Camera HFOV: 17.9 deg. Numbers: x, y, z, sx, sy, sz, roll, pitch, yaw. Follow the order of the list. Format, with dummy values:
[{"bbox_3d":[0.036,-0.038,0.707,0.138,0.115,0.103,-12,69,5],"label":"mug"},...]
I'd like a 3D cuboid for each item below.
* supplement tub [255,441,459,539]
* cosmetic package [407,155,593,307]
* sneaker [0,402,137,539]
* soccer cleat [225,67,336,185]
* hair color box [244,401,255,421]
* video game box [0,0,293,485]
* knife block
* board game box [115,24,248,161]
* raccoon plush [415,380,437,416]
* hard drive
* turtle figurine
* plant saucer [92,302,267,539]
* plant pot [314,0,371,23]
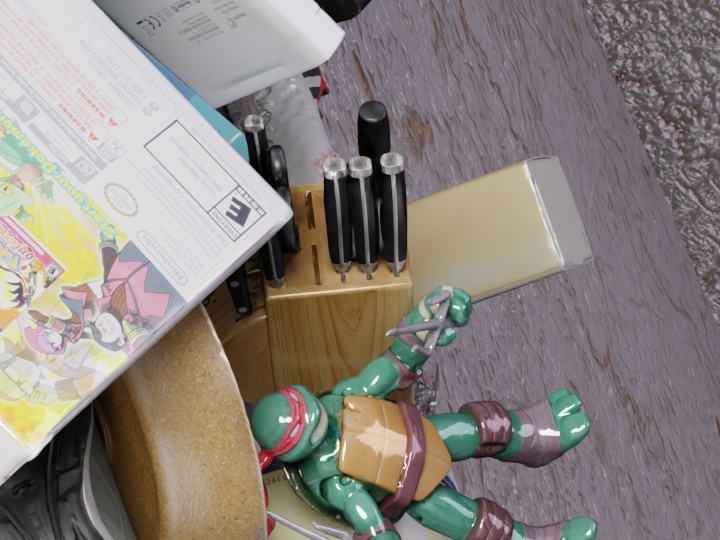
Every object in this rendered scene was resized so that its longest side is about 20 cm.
[{"bbox_3d":[-0.012,0.190,1.120,0.145,0.145,0.200,51,25,-49],"label":"supplement tub"},{"bbox_3d":[0.032,-0.004,1.400,0.105,0.200,0.071,-12,83,-75],"label":"cosmetic package"},{"bbox_3d":[-0.136,0.102,0.979,0.079,0.074,0.200,120,-51,-79],"label":"sneaker"},{"bbox_3d":[-0.056,-0.094,1.477,0.085,0.069,0.200,49,21,-32],"label":"soccer cleat"},{"bbox_3d":[-0.081,0.057,1.203,0.200,0.060,0.100,51,26,-50],"label":"hair color box"},{"bbox_3d":[-0.148,-0.041,0.874,0.200,0.047,0.182,46,42,0],"label":"video game box"},{"bbox_3d":[0.000,0.000,1.081,0.200,0.175,0.064,24,46,-38],"label":"knife block"},{"bbox_3d":[-0.077,-0.041,1.236,0.151,0.047,0.200,41,-6,40],"label":"board game box"},{"bbox_3d":[0.012,0.155,1.341,0.200,0.097,0.134,-79,150,-66],"label":"raccoon plush"},{"bbox_3d":[-0.114,-0.166,1.154,0.200,0.132,0.027,42,65,-19],"label":"hard drive"},{"bbox_3d":[0.021,0.082,1.051,0.200,0.101,0.150,19,76,-38],"label":"turtle figurine"},{"bbox_3d":[-0.106,0.059,1.010,0.200,0.035,0.200,45,-34,42],"label":"plant saucer"},{"bbox_3d":[-0.073,-0.245,1.384,0.200,0.199,0.178,57,31,-41],"label":"plant pot"}]
